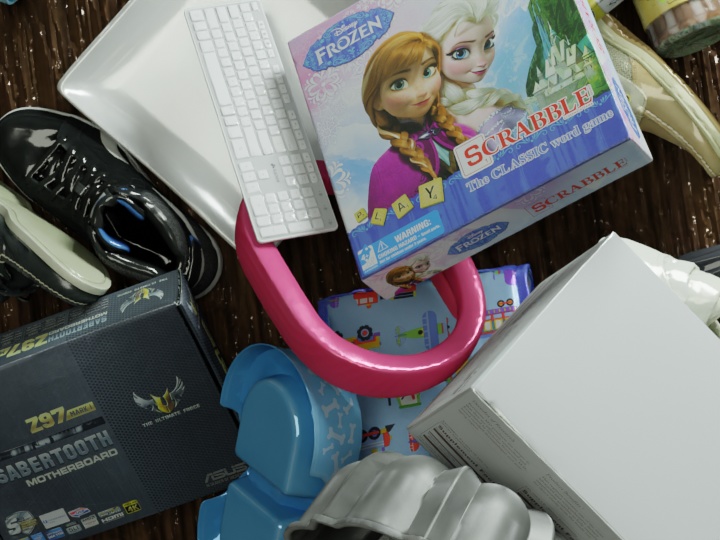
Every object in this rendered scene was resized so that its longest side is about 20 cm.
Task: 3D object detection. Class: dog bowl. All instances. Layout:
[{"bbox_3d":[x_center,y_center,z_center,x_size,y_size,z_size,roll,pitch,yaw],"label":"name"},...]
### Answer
[{"bbox_3d":[-0.052,0.144,1.440,0.111,0.049,0.201,33,118,47],"label":"dog bowl"}]

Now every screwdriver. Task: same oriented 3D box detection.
[{"bbox_3d":[0.182,0.016,1.491,0.199,0.029,0.028,-18,85,17],"label":"screwdriver"}]

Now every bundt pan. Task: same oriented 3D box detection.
[{"bbox_3d":[0.054,0.182,1.337,0.201,0.202,0.076,23,63,10],"label":"bundt pan"}]

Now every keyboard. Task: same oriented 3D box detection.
[{"bbox_3d":[-0.070,-0.105,1.460,0.056,0.011,0.200,-7,58,-21],"label":"keyboard"}]

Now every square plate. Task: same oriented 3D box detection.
[{"bbox_3d":[-0.081,-0.140,1.530,0.200,0.028,0.198,41,90,8],"label":"square plate"}]

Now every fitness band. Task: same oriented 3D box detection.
[{"bbox_3d":[0.000,0.000,1.430,0.143,0.037,0.200,-14,54,-28],"label":"fitness band"}]

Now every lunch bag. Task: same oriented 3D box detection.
[{"bbox_3d":[0.055,0.087,1.472,0.150,0.094,0.201,-10,80,10],"label":"lunch bag"}]

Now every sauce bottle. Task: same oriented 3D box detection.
[{"bbox_3d":[0.196,-0.247,1.475,0.065,0.065,0.200,-23,79,7],"label":"sauce bottle"}]

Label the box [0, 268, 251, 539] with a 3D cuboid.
[{"bbox_3d":[-0.185,0.103,1.486,0.199,0.051,0.158,-19,120,7],"label":"box"}]

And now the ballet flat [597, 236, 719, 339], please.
[{"bbox_3d":[0.238,0.046,1.436,0.069,0.069,0.200,-37,98,5],"label":"ballet flat"}]

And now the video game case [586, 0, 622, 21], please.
[{"bbox_3d":[0.089,-0.228,1.473,0.181,0.025,0.200,-38,62,12],"label":"video game case"}]

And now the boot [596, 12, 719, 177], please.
[{"bbox_3d":[0.145,-0.095,1.473,0.200,0.072,0.155,43,93,14],"label":"boot"}]

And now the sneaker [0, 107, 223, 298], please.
[{"bbox_3d":[-0.186,-0.057,1.504,0.200,0.112,0.073,36,91,9],"label":"sneaker"}]

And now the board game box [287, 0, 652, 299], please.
[{"bbox_3d":[0.066,-0.112,1.401,0.200,0.041,0.200,-28,58,17],"label":"board game box"}]

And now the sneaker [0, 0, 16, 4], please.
[{"bbox_3d":[-0.280,-0.233,1.549,0.199,0.074,0.082,-6,83,10],"label":"sneaker"}]

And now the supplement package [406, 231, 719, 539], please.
[{"bbox_3d":[0.164,0.108,1.368,0.200,0.111,0.156,46,62,-2],"label":"supplement package"}]

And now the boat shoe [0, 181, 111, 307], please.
[{"bbox_3d":[-0.247,-0.011,1.501,0.199,0.074,0.066,35,97,38],"label":"boat shoe"}]
